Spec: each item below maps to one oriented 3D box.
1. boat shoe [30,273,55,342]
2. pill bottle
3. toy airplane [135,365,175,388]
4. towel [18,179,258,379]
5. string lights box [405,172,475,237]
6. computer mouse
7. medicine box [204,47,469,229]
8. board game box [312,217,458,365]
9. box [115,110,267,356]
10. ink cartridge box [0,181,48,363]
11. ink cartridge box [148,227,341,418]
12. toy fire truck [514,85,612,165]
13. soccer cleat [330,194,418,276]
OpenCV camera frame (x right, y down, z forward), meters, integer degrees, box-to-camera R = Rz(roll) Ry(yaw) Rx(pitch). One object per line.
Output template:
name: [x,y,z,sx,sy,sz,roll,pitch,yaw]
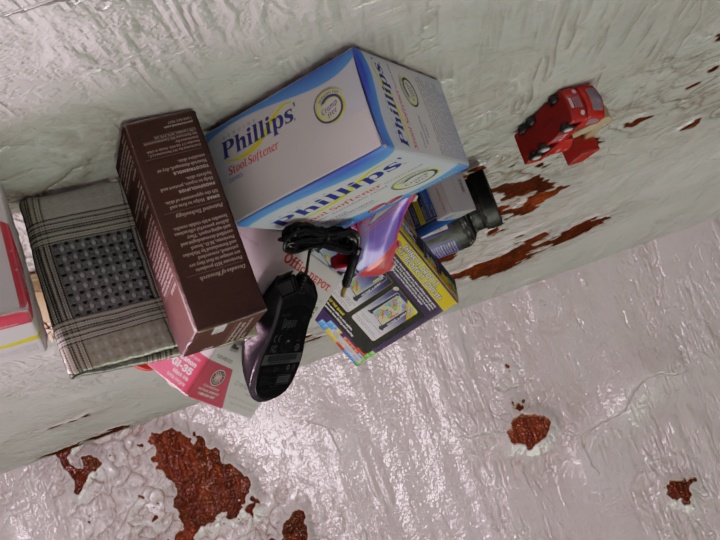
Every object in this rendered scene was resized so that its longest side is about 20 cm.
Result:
boat shoe: [-0.384,0.057,1.262,0.071,0.065,0.200,-19,157,12]
pill bottle: [0.101,-0.071,1.422,0.199,0.113,0.112,-21,170,9]
toy airplane: [-0.277,0.114,1.534,0.197,0.142,0.200,2,-166,-6]
towel: [-0.214,-0.004,0.962,0.199,0.194,0.035,-12,160,-26]
string lights box: [0.043,-0.084,1.269,0.199,0.103,0.059,-28,170,38]
computer mouse: [-0.067,0.037,1.039,0.046,0.201,0.140,25,-162,32]
medicine box: [-0.019,-0.120,0.974,0.181,0.104,0.200,-25,169,27]
board game box: [0.000,0.000,1.214,0.165,0.200,0.057,-33,-155,16]
box: [-0.158,-0.033,0.891,0.074,0.201,0.100,-15,169,-22]
ink cartridge box: [-0.343,-0.001,0.869,0.083,0.146,0.200,-15,169,-16]
ink cartridge box: [-0.128,0.049,1.082,0.201,0.083,0.146,-57,150,-3]
toy fire truck: [0.287,-0.193,1.312,0.140,0.049,0.200,-16,168,-21]
soccer cleat: [0.019,-0.084,1.096,0.076,0.067,0.201,-2,119,-28]
